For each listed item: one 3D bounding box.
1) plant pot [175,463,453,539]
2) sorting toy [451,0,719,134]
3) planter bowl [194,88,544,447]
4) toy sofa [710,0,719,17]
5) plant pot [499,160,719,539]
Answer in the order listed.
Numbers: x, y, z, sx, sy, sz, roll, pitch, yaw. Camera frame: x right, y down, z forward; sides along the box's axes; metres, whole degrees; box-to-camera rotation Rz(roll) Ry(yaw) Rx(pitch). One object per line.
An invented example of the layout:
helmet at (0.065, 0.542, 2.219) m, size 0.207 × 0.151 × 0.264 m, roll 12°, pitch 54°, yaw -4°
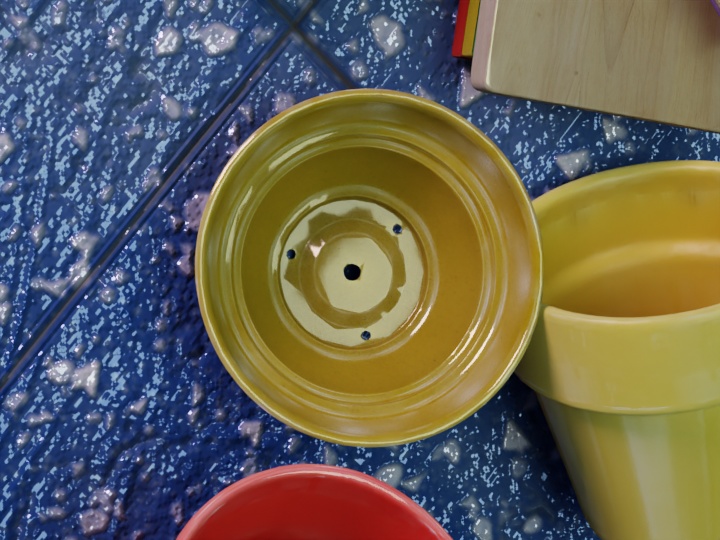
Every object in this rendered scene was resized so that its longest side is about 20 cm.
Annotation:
plant pot at (-0.043, 0.230, 1.637) m, size 0.199 × 0.177 × 0.202 m, roll 8°, pitch 64°, yaw -16°
sorting toy at (0.153, -0.195, 1.797) m, size 0.198 × 0.069 × 0.201 m, roll 8°, pitch 90°, yaw -30°
planter bowl at (0.000, 0.000, 1.704) m, size 0.199 × 0.083 × 0.202 m, roll 0°, pitch 88°, yaw -9°
toy sofa at (0.213, -0.229, 1.752) m, size 0.083 × 0.098 × 0.201 m, roll -32°, pitch 111°, yaw 2°
plant pot at (0.186, 0.061, 1.781) m, size 0.200 × 0.200 × 0.190 m, roll -24°, pitch 122°, yaw -26°
